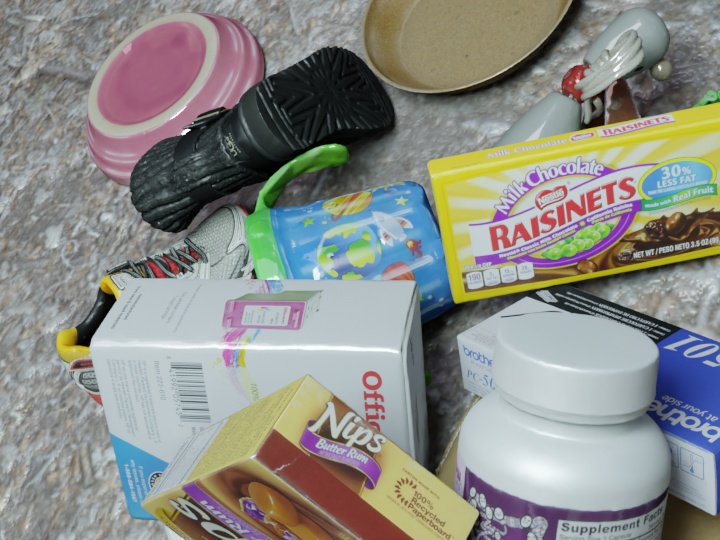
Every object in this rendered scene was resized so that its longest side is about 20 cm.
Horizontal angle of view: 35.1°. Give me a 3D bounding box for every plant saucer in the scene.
[{"bbox_3d":[0.097,-0.223,0.976,0.199,0.035,0.201,-16,53,22],"label":"plant saucer"},{"bbox_3d":[-0.190,-0.177,1.103,0.199,0.051,0.201,-16,52,22],"label":"plant saucer"}]

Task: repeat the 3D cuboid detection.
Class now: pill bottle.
[{"bbox_3d":[0.103,0.129,0.602,0.112,0.112,0.201,17,111,37],"label":"pill bottle"}]

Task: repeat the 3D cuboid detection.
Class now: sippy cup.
[{"bbox_3d":[0.000,0.000,0.826,0.130,0.179,0.140,-22,14,2],"label":"sippy cup"}]

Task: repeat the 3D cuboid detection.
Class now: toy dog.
[{"bbox_3d":[0.154,-0.081,0.804,0.200,0.096,0.132,-42,11,25],"label":"toy dog"}]

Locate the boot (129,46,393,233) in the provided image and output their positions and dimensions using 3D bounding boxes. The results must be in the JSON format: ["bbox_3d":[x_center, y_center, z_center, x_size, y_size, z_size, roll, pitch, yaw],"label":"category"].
[{"bbox_3d":[-0.081,-0.109,0.938,0.157,0.211,0.080,-30,87,35],"label":"boot"}]

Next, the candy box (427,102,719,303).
[{"bbox_3d":[0.150,-0.042,0.745,0.199,0.103,0.026,-11,29,5],"label":"candy box"}]

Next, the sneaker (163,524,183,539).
[{"bbox_3d":[-0.064,0.201,0.771,0.105,0.076,0.200,-25,50,-8],"label":"sneaker"}]

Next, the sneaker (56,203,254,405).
[{"bbox_3d":[-0.163,0.021,0.931,0.200,0.082,0.078,-48,47,-8],"label":"sneaker"}]

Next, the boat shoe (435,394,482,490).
[{"bbox_3d":[0.069,0.151,0.709,0.071,0.076,0.201,-2,57,31],"label":"boat shoe"}]

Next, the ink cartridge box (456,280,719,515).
[{"bbox_3d":[0.160,0.068,0.689,0.094,0.044,0.200,-27,31,-30],"label":"ink cartridge box"}]

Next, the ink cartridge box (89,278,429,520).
[{"bbox_3d":[-0.057,0.087,0.741,0.199,0.145,0.085,1,30,11],"label":"ink cartridge box"}]

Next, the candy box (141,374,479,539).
[{"bbox_3d":[-0.037,0.132,0.626,0.057,0.117,0.200,-56,10,-28],"label":"candy box"}]

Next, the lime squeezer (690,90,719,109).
[{"bbox_3d":[0.257,-0.093,0.802,0.199,0.038,0.071,-20,82,17],"label":"lime squeezer"}]

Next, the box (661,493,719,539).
[{"bbox_3d":[0.229,0.167,0.641,0.163,0.021,0.201,-12,54,23],"label":"box"}]
